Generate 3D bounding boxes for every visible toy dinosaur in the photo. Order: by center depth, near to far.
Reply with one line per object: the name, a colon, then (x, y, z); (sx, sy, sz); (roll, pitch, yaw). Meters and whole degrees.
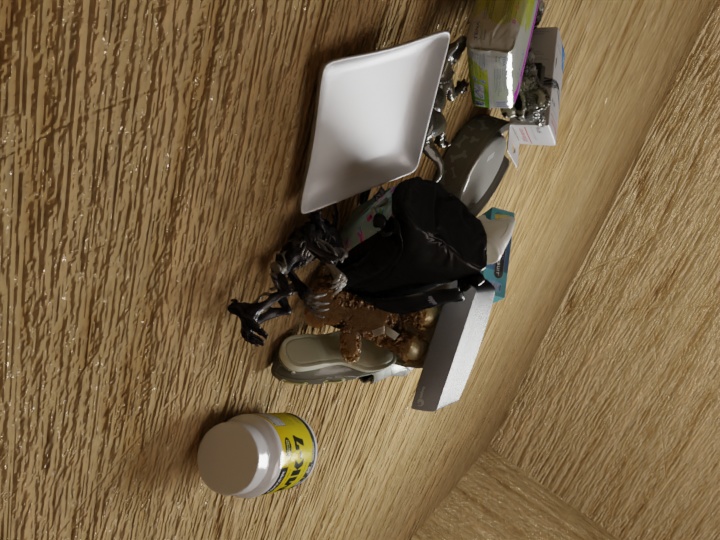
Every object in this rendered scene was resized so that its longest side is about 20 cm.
toy dinosaur: (0.091, -0.215, 1.131); (0.102, 0.076, 0.203); (-4, 114, -59)

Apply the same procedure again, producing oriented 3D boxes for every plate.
plate: (0.010, -0.180, 1.012); (0.198, 0.032, 0.202); (-24, 142, -35)

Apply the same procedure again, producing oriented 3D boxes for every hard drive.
hard drive: (0.140, 0.108, 1.261); (0.134, 0.042, 0.203); (0, 109, -65)

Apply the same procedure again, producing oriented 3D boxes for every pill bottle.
pill bottle: (-0.146, 0.263, 1.229); (0.115, 0.113, 0.200); (-58, 160, 4)

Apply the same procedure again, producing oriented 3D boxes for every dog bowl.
dog bowl: (0.192, -0.174, 1.460); (0.200, 0.058, 0.201); (-48, 158, -26)

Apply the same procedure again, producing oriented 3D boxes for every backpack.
backpack: (0.053, -0.030, 1.111); (0.199, 0.166, 0.128); (-28, -148, 48)

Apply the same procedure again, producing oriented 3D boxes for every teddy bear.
teddy bear: (0.018, 0.062, 1.226); (0.067, 0.196, 0.148); (-91, -176, -72)

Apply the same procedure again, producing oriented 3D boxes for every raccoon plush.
raccoon plush: (0.262, -0.317, 1.297); (0.202, 0.133, 0.097); (-57, 159, 1)

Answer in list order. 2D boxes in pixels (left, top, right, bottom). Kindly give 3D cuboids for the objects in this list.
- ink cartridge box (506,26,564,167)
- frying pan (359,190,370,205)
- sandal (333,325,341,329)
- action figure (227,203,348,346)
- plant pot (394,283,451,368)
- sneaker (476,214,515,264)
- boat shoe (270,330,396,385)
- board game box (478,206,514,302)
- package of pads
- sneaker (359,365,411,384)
ink cartridge box: (0.288, -0.278, 1.401); (0.116, 0.067, 0.204); (22, 74, -69)
frying pan: (0.014, -0.155, 1.119); (0.114, 0.031, 0.192); (-23, 138, -55)
sandal: (0.000, 0.000, 1.270); (0.055, 0.080, 0.203); (-67, 172, -64)
action figure: (-0.069, 0.009, 1.052); (0.200, 0.102, 0.119); (-48, 171, -23)
plant pot: (0.092, 0.016, 1.349); (0.200, 0.198, 0.186); (-40, 143, -39)
sneaker: (0.175, -0.055, 1.413); (0.089, 0.198, 0.076); (-51, 120, -26)
boat shoe: (-0.039, 0.132, 1.275); (0.199, 0.073, 0.060); (2, 142, -33)
board game box: (0.206, -0.009, 1.531); (0.200, 0.046, 0.154); (142, -41, -70)
package of pads: (0.191, -0.336, 1.121); (0.155, 0.067, 0.203); (59, 44, -70)
sneaker: (0.035, 0.174, 1.605); (0.092, 0.076, 0.200); (-49, 152, -1)
